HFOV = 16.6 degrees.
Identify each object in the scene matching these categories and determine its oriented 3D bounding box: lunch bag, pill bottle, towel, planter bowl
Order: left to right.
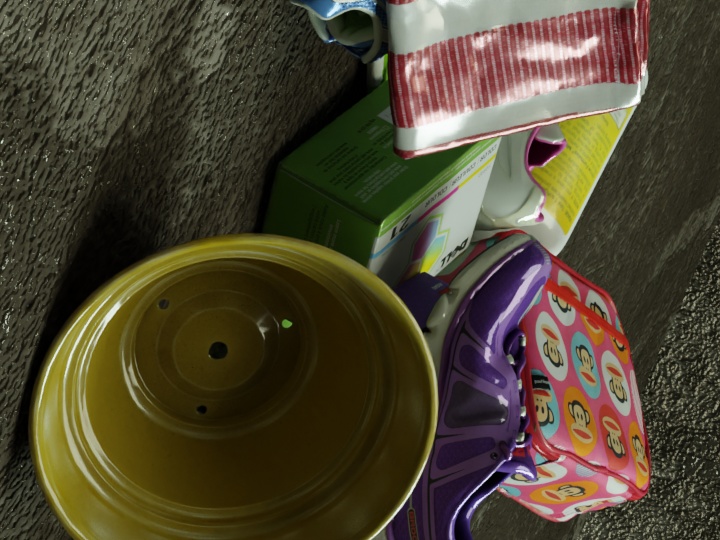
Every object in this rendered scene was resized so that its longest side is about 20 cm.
[{"bbox_3d":[-0.066,0.056,1.225,0.084,0.200,0.201,-111,-143,-63],"label":"planter bowl"},{"bbox_3d":[0.110,-0.077,1.712,0.200,0.114,0.114,-62,166,-17],"label":"pill bottle"},{"bbox_3d":[0.082,-0.150,1.255,0.023,0.144,0.200,-116,-162,-47],"label":"towel"},{"bbox_3d":[0.113,0.059,1.591,0.200,0.082,0.177,32,46,-57],"label":"lunch bag"}]

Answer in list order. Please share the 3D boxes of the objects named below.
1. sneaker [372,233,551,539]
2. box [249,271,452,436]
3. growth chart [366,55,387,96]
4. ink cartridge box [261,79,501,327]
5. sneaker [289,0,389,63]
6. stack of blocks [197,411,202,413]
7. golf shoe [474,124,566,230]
[{"bbox_3d":[0.071,0.077,1.394,0.081,0.083,0.201,7,103,-68],"label":"sneaker"},{"bbox_3d":[-0.013,0.092,1.392,0.200,0.039,0.137,-29,142,-56],"label":"box"},{"bbox_3d":[0.051,-0.190,1.488,0.200,0.018,0.145,-58,165,-21],"label":"growth chart"},{"bbox_3d":[0.000,0.000,1.474,0.148,0.076,0.200,-40,153,-46],"label":"ink cartridge box"},{"bbox_3d":[0.008,-0.148,1.316,0.077,0.076,0.200,-58,156,-3],"label":"sneaker"},{"bbox_3d":[-0.097,0.145,1.422,0.115,0.058,0.200,-68,166,12],"label":"stack of blocks"},{"bbox_3d":[0.091,-0.111,1.576,0.075,0.091,0.201,82,18,-66],"label":"golf shoe"}]
